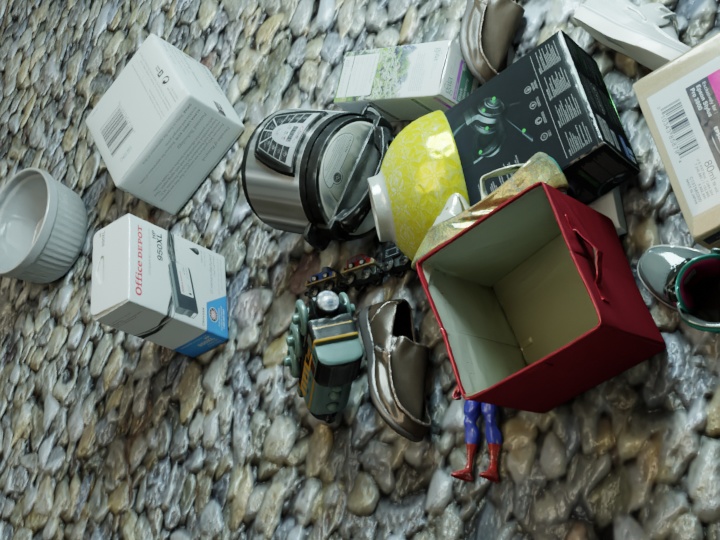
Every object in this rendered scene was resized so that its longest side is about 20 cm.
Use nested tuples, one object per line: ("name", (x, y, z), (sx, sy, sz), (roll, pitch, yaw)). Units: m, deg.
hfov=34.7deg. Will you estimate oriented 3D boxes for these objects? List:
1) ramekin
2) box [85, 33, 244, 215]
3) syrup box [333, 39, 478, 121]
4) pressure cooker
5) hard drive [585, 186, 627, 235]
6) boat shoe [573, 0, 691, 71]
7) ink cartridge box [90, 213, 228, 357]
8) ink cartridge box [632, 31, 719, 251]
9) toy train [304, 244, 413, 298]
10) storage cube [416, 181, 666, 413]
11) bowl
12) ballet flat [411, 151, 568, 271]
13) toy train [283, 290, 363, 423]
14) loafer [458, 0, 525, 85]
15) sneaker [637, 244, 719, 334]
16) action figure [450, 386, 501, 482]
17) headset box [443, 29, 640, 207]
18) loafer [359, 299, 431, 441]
("ramekin", (-0.580, -0.073, 2.074), (0.198, 0.104, 0.203), (-18, 61, 36))
("box", (-0.325, -0.240, 1.896), (0.200, 0.130, 0.200), (-48, 47, 15))
("syrup box", (0.064, -0.257, 1.584), (0.198, 0.081, 0.080), (4, 76, 43))
("pressure cooker", (-0.042, -0.132, 1.565), (0.198, 0.177, 0.179), (13, 115, 44))
("hard drive", (0.221, -0.072, 1.400), (0.198, 0.027, 0.134), (-24, 57, 34))
("boat shoe", (0.338, -0.286, 1.364), (0.069, 0.072, 0.200), (-54, 38, 7))
("ink cartridge box", (-0.294, 0.025, 1.704), (0.083, 0.199, 0.147), (-25, 57, 32))
("ink cartridge box", (0.400, -0.146, 1.218), (0.164, 0.075, 0.203), (-31, 61, 30))
("toy train", (0.000, 0.000, 1.565), (0.198, 0.034, 0.047), (-20, 56, 35))
("storage cube", (0.198, 0.037, 1.249), (0.199, 0.179, 0.173), (-33, 62, 26))
("bowl", (0.067, -0.084, 1.406), (0.106, 0.201, 0.203), (-12, 57, -2))
("ballet flat", (0.135, -0.067, 1.281), (0.198, 0.071, 0.072), (-29, 54, 18))
("toy train", (-0.046, 0.113, 1.470), (0.201, 0.084, 0.115), (104, 153, -54))
("loafer", (0.178, -0.335, 1.520), (0.070, 0.073, 0.203), (-15, 63, 38))
("sneaker", (0.345, 0.015, 1.182), (0.199, 0.120, 0.084), (32, 94, 45))
("action figure", (0.144, 0.144, 1.364), (0.065, 0.051, 0.203), (-11, 63, 43))
("headset box", (0.203, -0.147, 1.365), (0.199, 0.092, 0.176), (-33, 53, 27))
("loafer", (0.050, 0.115, 1.430), (0.071, 0.073, 0.202), (-35, 52, 26))
